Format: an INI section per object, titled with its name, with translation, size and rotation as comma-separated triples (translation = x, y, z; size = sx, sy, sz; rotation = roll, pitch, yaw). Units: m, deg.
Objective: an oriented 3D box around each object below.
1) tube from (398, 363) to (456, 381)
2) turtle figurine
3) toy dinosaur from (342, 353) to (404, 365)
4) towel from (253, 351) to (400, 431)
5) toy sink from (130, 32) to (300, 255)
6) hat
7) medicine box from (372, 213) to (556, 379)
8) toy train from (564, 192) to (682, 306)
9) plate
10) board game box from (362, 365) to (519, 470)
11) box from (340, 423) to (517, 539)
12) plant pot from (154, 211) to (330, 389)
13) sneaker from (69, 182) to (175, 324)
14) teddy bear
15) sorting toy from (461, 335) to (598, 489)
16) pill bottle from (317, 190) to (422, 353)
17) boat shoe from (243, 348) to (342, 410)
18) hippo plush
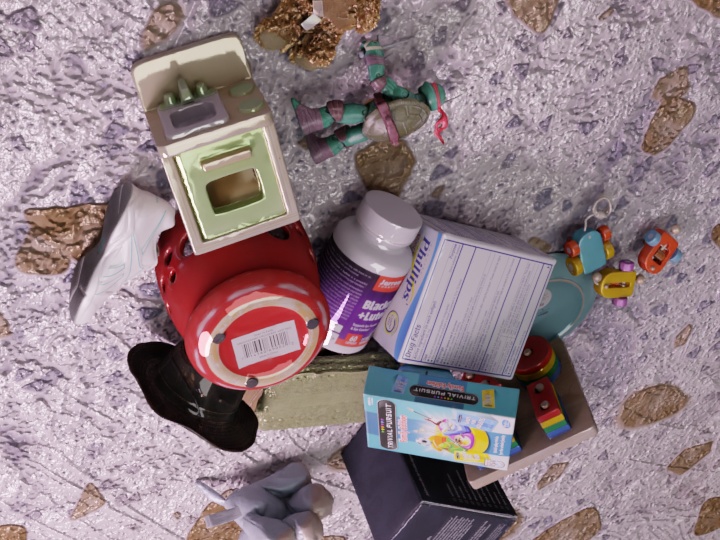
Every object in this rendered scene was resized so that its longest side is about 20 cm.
[tube]
translation = 0.096, 0.141, 1.459
size = 0.077, 0.200, 0.051
rotation = 6, 87, 5
[turtle figurine]
translation = 0.025, -0.194, 1.217
size = 0.199, 0.101, 0.150
rotation = -20, 133, 1
[toy dinosaur]
translation = -0.002, 0.141, 1.506
size = 0.106, 0.060, 0.200
rotation = -53, 150, 16
[towel]
translation = -0.046, 0.165, 1.422
size = 0.199, 0.037, 0.149
rotation = -4, 141, -21
[toy sink]
translation = -0.159, -0.139, 1.151
size = 0.130, 0.112, 0.201
rotation = -19, 125, -9
[hat]
translation = -0.196, 0.136, 1.334
size = 0.200, 0.201, 0.081
rotation = 28, 109, -38
[medicine box]
translation = 0.137, 0.036, 1.416
size = 0.199, 0.103, 0.183
rotation = 12, 104, -30
[toy train]
translation = 0.378, -0.035, 1.533
size = 0.199, 0.056, 0.151
rotation = 27, 95, -31
[plate]
translation = 0.275, 0.060, 1.581
size = 0.199, 0.026, 0.201
rotation = -12, 132, -13
[board game box]
translation = 0.107, 0.201, 1.397
size = 0.199, 0.047, 0.151
rotation = 8, 144, 9
[box]
translation = 0.103, 0.333, 1.613
size = 0.196, 0.200, 0.124
rotation = 19, 119, -34
[plant pot]
translation = -0.140, 0.027, 1.270
size = 0.199, 0.183, 0.201
rotation = -11, 129, -14
[sneaker]
translation = -0.288, -0.009, 1.249
size = 0.080, 0.071, 0.201
rotation = 18, 118, -35
[teddy bear]
translation = -0.033, -0.303, 1.129
size = 0.144, 0.067, 0.201
rotation = 12, 129, -20
[sorting toy]
translation = 0.224, 0.192, 1.537
size = 0.199, 0.199, 0.070
rotation = -28, 123, 13
[pill bottle]
translation = 0.000, 0.000, 1.352
size = 0.111, 0.112, 0.201
rotation = 11, 123, -30
[boat shoe]
translation = -0.099, 0.151, 1.466
size = 0.071, 0.065, 0.200
rotation = 25, 114, -37
[hippo plush]
translation = -0.138, 0.411, 1.601
size = 0.199, 0.160, 0.162
rotation = -11, 130, -16
